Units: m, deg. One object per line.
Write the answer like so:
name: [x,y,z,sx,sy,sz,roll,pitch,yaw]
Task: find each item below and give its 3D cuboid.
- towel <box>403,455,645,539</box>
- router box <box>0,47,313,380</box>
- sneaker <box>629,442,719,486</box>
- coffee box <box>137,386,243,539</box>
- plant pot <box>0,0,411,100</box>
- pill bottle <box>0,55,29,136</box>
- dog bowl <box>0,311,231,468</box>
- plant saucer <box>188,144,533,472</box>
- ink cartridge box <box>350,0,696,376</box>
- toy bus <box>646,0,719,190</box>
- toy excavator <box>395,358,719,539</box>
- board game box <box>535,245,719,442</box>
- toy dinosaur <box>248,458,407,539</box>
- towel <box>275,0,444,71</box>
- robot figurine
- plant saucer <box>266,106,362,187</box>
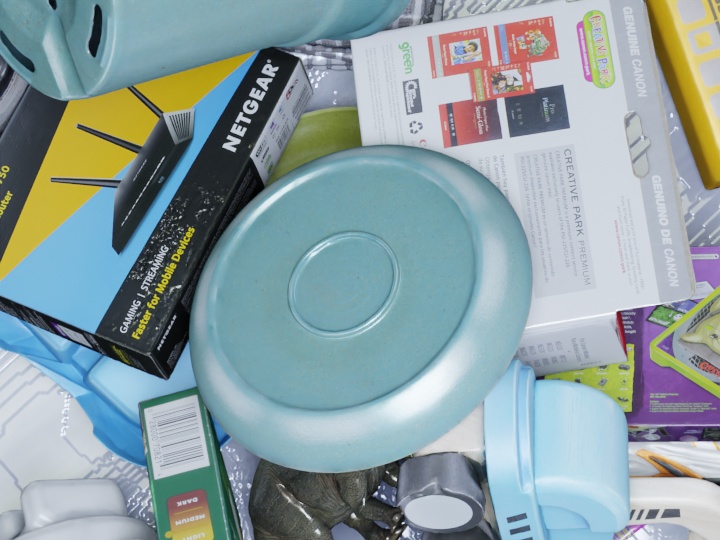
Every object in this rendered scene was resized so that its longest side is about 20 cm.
towel: [0.129,0.099,1.384,0.200,0.023,0.144,-35,85,-3]
router box: [-0.137,-0.054,1.324,0.149,0.051,0.201,20,73,17]
sneaker: [0.200,0.083,1.340,0.199,0.076,0.093,3,80,-1]
coffee box: [-0.084,0.177,1.267,0.044,0.123,0.201,-13,46,-2]
plant pot: [-0.100,-0.189,1.210,0.196,0.200,0.201,-27,85,-35]
pill bottle: [-0.249,-0.129,1.314,0.111,0.200,0.113,0,85,0]
dog bowl: [-0.150,0.034,1.376,0.200,0.050,0.112,42,87,3]
plant saucer: [-0.006,0.012,1.225,0.199,0.027,0.201,-11,57,17]
ink cartridge box: [0.095,-0.045,1.302,0.175,0.084,0.201,-9,68,8]
toy bus: [0.229,-0.119,1.379,0.078,0.065,0.201,-19,85,-1]
toy excavator: [0.131,0.123,1.246,0.199,0.195,0.100,-3,53,11]
board game box: [0.196,0.042,1.308,0.199,0.032,0.121,-1,63,13]
toy dinosaur: [-0.021,0.126,1.310,0.102,0.200,0.077,40,43,9]
towel: [-0.025,-0.224,1.380,0.165,0.086,0.201,5,85,1]
robot figurine: [-0.156,0.221,1.311,0.112,0.170,0.201,0,60,-32]
plant saucer: [0.000,0.000,1.365,0.199,0.031,0.201,5,71,-14]
